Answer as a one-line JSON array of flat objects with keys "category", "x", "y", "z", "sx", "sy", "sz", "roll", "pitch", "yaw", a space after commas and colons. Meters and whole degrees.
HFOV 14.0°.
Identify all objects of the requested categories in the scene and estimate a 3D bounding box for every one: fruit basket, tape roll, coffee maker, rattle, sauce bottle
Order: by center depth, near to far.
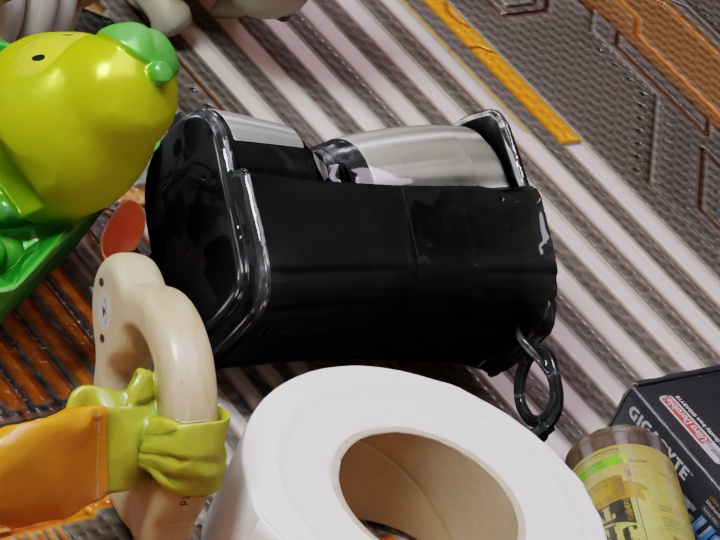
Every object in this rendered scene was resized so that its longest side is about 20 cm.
[{"category": "rattle", "x": -0.151, "y": 0.047, "z": 1.470, "sx": 0.143, "sy": 0.130, "sz": 0.200, "roll": -14, "pitch": 54, "yaw": -12}, {"category": "tape roll", "x": 0.022, "y": 0.140, "z": 1.493, "sx": 0.202, "sy": 0.071, "sz": 0.203, "roll": 17, "pitch": 36, "yaw": -13}, {"category": "fruit basket", "x": -0.184, "y": -0.065, "z": 1.524, "sx": 0.155, "sy": 0.216, "sz": 0.216, "roll": 29, "pitch": 34, "yaw": 6}, {"category": "sauce bottle", "x": 0.151, "y": 0.166, "z": 1.542, "sx": 0.065, "sy": 0.065, "sz": 0.200, "roll": 12, "pitch": 35, "yaw": -18}, {"category": "coffee maker", "x": 0.000, "y": 0.000, "z": 1.610, "sx": 0.200, "sy": 0.135, "sz": 0.192, "roll": -2, "pitch": 43, "yaw": -33}]

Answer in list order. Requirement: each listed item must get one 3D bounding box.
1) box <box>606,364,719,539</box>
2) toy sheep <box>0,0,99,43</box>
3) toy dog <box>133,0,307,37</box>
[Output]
[{"category": "box", "x": 0.272, "y": 0.131, "z": 1.682, "sx": 0.198, "sy": 0.050, "sz": 0.200, "roll": -7, "pitch": 45, "yaw": -39}, {"category": "toy sheep", "x": -0.218, "y": -0.169, "z": 1.705, "sx": 0.138, "sy": 0.138, "sz": 0.200, "roll": 44, "pitch": 27, "yaw": 26}, {"category": "toy dog", "x": -0.085, "y": -0.236, "z": 1.832, "sx": 0.200, "sy": 0.194, "sz": 0.139, "roll": 39, "pitch": 24, "yaw": 30}]
